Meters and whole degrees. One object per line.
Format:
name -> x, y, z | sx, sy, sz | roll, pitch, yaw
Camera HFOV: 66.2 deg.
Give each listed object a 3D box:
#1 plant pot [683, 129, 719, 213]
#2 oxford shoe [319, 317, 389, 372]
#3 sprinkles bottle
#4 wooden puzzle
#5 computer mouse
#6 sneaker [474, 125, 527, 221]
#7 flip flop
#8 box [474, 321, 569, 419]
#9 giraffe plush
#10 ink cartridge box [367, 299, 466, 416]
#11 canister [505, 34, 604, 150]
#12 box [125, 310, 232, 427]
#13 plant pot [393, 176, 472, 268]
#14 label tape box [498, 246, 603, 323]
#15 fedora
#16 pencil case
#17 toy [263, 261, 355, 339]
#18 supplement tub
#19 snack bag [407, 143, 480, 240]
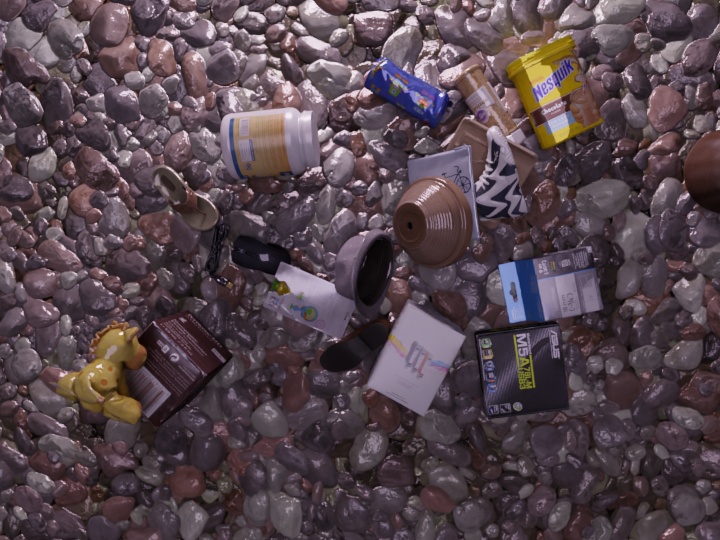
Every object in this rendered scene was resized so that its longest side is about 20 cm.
plant pot -> 0.813, -0.216, 1.141 | 0.185, 0.200, 0.189 | 0, 94, 4
oxford shoe -> -0.009, 0.174, 1.289 | 0.199, 0.071, 0.072 | -32, 97, 21
sprinkles bottle -> 0.287, -0.357, 1.233 | 0.068, 0.068, 0.201 | -34, 90, 5
wooden puzzle -> 0.266, -0.216, 1.234 | 0.184, 0.046, 0.201 | 29, 121, 2
computer mouse -> -0.274, -0.016, 1.300 | 0.198, 0.046, 0.142 | 22, 93, 2
sneaker -> 0.266, -0.193, 1.171 | 0.128, 0.080, 0.200 | -17, 120, 15
flip flop -> -0.415, -0.168, 1.294 | 0.081, 0.058, 0.200 | -44, 90, 5
box -> 0.370, 0.229, 1.273 | 0.191, 0.048, 0.202 | -7, 93, 6
giraffe plush -> -0.493, 0.187, 1.087 | 0.171, 0.201, 0.163 | 13, 60, 15
ink cartridge box -> 0.124, 0.187, 1.237 | 0.144, 0.145, 0.201 | 29, 94, 2
canister -> 0.429, -0.386, 1.214 | 0.147, 0.087, 0.202 | -24, 93, 5
box -> -0.424, 0.213, 1.247 | 0.166, 0.200, 0.164 | 44, 95, 0
plant pot -> 0.135, -0.100, 1.191 | 0.200, 0.092, 0.203 | 14, 109, 47
label tape box -> 0.428, 0.037, 1.249 | 0.198, 0.063, 0.146 | -12, 92, 4
fedora -> 0.000, 0.000, 1.238 | 0.090, 0.177, 0.202 | 11, 77, 30
pencil case -> 0.107, -0.400, 1.235 | 0.199, 0.078, 0.087 | 30, 124, 1
toy -> -0.114, 0.067, 1.291 | 0.198, 0.047, 0.116 | 23, 101, -9
supplement tub -> -0.197, -0.282, 1.230 | 0.198, 0.145, 0.146 | -4, 93, 4
snack bag -> 0.178, -0.161, 1.214 | 0.021, 0.188, 0.202 | -10, 95, -41
